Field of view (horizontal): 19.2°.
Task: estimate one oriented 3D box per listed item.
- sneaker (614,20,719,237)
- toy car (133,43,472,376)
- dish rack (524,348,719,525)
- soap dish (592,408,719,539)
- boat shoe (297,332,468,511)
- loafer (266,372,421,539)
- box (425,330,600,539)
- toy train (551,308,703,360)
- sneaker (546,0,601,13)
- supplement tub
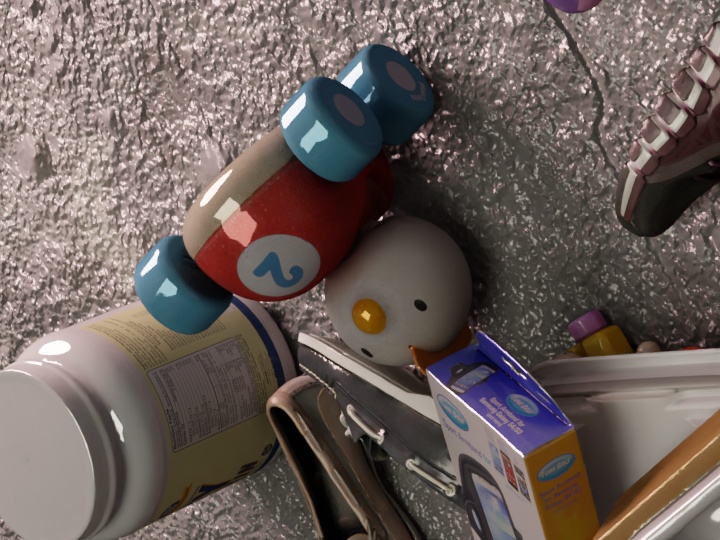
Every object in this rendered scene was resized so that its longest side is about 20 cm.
[{"bbox_3d":[0.224,-0.073,1.164,0.115,0.075,0.201,41,126,19],"label":"sneaker"},{"bbox_3d":[0.000,0.000,1.329,0.200,0.177,0.184,47,118,3],"label":"toy car"},{"bbox_3d":[0.183,0.143,1.242,0.170,0.044,0.202,-5,117,32],"label":"dish rack"},{"bbox_3d":[0.244,0.126,1.141,0.157,0.081,0.200,41,108,-16],"label":"soap dish"},{"bbox_3d":[0.020,0.095,1.371,0.199,0.075,0.061,27,99,50],"label":"boat shoe"},{"bbox_3d":[-0.012,0.167,1.452,0.072,0.063,0.202,-22,90,43],"label":"loafer"},{"bbox_3d":[0.096,0.134,1.238,0.119,0.041,0.201,40,154,55],"label":"box"},{"bbox_3d":[0.160,0.112,1.292,0.150,0.055,0.201,40,126,24],"label":"toy train"},{"bbox_3d":[0.075,-0.219,1.246,0.201,0.080,0.089,53,137,20],"label":"sneaker"},{"bbox_3d":[-0.154,0.098,1.458,0.144,0.199,0.147,15,114,37],"label":"supplement tub"}]
